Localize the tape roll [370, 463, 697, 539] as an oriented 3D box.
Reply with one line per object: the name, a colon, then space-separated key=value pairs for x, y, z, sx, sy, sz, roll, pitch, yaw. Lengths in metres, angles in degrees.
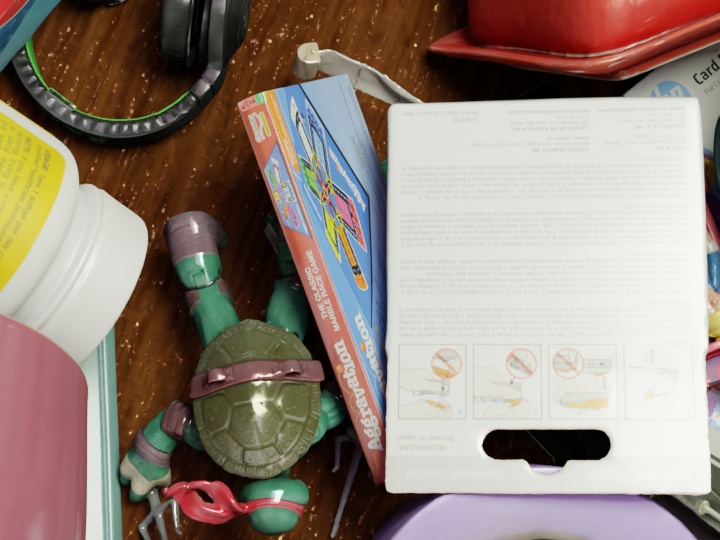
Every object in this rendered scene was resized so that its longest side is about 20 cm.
tape roll: x=0.086 y=0.198 z=0.832 sx=0.198 sy=0.085 sz=0.202 roll=0 pitch=84 yaw=-3

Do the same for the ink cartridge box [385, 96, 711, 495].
ink cartridge box: x=0.091 y=0.013 z=0.835 sx=0.161 sy=0.057 sz=0.202 roll=-1 pitch=78 yaw=6

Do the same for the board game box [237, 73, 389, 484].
board game box: x=0.000 y=0.000 z=0.861 sx=0.019 sy=0.103 sz=0.202 roll=-18 pitch=93 yaw=25

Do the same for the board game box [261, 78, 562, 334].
board game box: x=0.053 y=-0.025 z=0.950 sx=0.199 sy=0.023 sz=0.105 roll=-26 pitch=83 yaw=-20

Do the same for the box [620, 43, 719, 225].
box: x=0.268 y=-0.065 z=1.007 sx=0.155 sy=0.041 sz=0.200 roll=-37 pitch=84 yaw=-20

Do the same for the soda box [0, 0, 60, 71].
soda box: x=-0.193 y=-0.156 z=0.863 sx=0.064 sy=0.068 sz=0.200 roll=40 pitch=94 yaw=1

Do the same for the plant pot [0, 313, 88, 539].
plant pot: x=-0.205 y=0.119 z=0.757 sx=0.198 sy=0.200 sz=0.181 roll=15 pitch=59 yaw=-9

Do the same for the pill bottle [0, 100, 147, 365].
pill bottle: x=-0.207 y=-0.037 z=0.792 sx=0.199 sy=0.114 sz=0.115 roll=35 pitch=66 yaw=-27

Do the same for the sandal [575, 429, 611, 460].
sandal: x=0.149 y=0.013 z=0.873 sx=0.075 sy=0.048 sz=0.203 roll=13 pitch=71 yaw=-22

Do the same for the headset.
headset: x=-0.110 y=-0.161 z=0.937 sx=0.123 sy=0.094 sz=0.201 roll=37 pitch=84 yaw=3

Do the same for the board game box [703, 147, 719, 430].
board game box: x=0.193 y=0.006 z=0.932 sx=0.198 sy=0.039 sz=0.159 roll=25 pitch=77 yaw=-2

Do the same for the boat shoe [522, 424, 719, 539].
boat shoe: x=0.145 y=0.103 z=0.908 sx=0.199 sy=0.071 sz=0.064 roll=26 pitch=68 yaw=-7

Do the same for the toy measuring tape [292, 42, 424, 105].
toy measuring tape: x=0.043 y=-0.054 z=0.912 sx=0.199 sy=0.074 sz=0.074 roll=26 pitch=69 yaw=0

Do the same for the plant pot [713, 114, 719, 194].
plant pot: x=0.265 y=-0.058 z=0.874 sx=0.133 sy=0.200 sz=0.202 roll=-15 pitch=77 yaw=-6

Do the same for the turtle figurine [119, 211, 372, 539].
turtle figurine: x=-0.049 y=0.065 z=0.855 sx=0.148 sy=0.101 sz=0.202 roll=-1 pitch=70 yaw=-10

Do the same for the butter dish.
butter dish: x=0.143 y=-0.198 z=0.915 sx=0.198 sy=0.200 sz=0.149 roll=-23 pitch=109 yaw=-19

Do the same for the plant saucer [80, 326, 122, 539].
plant saucer: x=-0.160 y=0.084 z=0.866 sx=0.069 sy=0.019 sz=0.202 roll=0 pitch=73 yaw=-14
